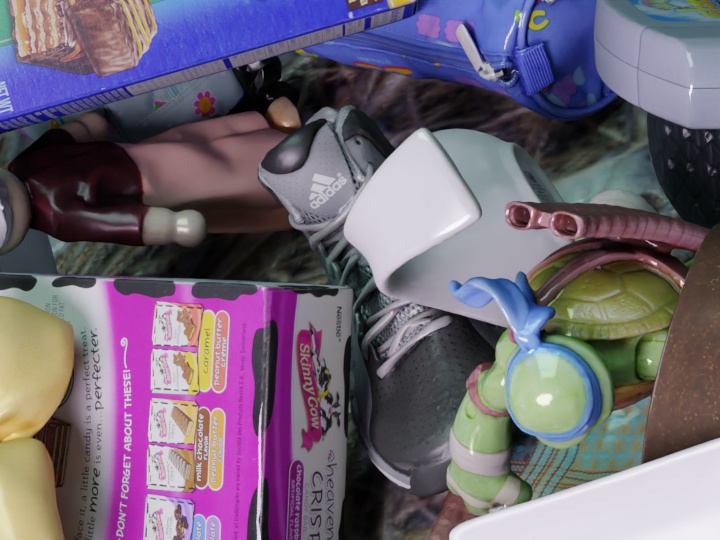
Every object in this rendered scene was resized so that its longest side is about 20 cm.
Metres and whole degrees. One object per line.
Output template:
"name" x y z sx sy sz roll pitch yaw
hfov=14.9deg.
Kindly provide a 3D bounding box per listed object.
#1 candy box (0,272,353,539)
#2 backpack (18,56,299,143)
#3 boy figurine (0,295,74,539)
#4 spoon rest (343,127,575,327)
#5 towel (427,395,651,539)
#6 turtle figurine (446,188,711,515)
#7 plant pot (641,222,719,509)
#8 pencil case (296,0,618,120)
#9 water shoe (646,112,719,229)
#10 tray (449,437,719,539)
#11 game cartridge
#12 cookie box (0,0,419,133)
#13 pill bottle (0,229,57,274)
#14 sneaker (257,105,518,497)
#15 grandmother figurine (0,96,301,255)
"candy box" -0.099 0.070 1.124 0.200 0.061 0.137 3 90 36
"backpack" -0.141 -0.135 1.311 0.127 0.200 0.167 -46 41 -16
"boy figurine" -0.141 0.111 1.075 0.124 0.064 0.200 157 111 -64
"spoon rest" 0.039 -0.018 1.085 0.061 0.200 0.099 -34 78 12
"towel" 0.112 0.102 1.034 0.200 0.022 0.147 0 48 34
"turtle figurine" 0.111 0.053 1.014 0.144 0.200 0.194 -43 5 33
"plant pot" 0.195 0.054 0.848 0.200 0.187 0.187 14 55 17
"pencil case" 0.038 -0.121 1.271 0.087 0.078 0.200 -30 32 -32
"water shoe" 0.198 -0.039 1.102 0.079 0.072 0.200 -17 24 -31
"tray" 0.109 0.154 0.827 0.107 0.200 0.022 -21 1 27
"game cartridge" 0.162 -0.092 1.098 0.133 0.041 0.200 -4 14 -2
"cookie box" -0.091 -0.167 1.189 0.200 0.172 0.075 -16 2 -1
"pill bottle" -0.248 0.016 1.296 0.200 0.112 0.112 -12 43 25
"sneaker" 0.000 0.000 1.128 0.075 0.116 0.200 -33 32 12
"grandmother figurine" -0.108 -0.035 1.225 0.200 0.061 0.121 -10 19 -29
